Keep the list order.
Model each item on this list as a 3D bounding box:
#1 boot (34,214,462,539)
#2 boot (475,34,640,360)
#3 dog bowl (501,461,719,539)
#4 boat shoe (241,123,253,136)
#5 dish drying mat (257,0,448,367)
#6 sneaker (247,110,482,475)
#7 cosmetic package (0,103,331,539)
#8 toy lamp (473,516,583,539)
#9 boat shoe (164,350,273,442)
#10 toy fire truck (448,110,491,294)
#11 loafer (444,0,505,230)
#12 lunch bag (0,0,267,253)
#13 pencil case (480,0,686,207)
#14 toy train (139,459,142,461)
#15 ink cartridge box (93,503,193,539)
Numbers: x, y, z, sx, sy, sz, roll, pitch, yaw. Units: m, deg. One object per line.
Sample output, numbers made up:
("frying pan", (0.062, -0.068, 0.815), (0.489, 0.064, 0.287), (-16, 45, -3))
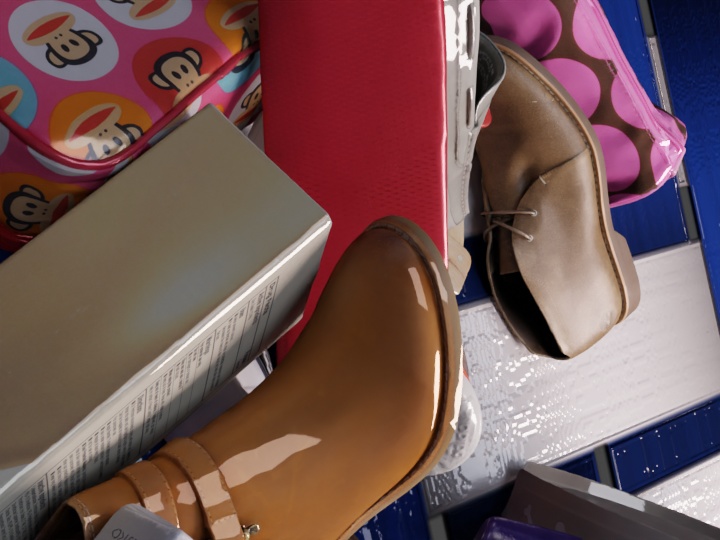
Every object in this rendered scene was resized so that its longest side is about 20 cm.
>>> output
("boot", (-0.047, 0.075, 0.653), (0.155, 0.074, 0.200), (-5, 118, -41))
("boot", (0.099, -0.039, 0.978), (0.075, 0.074, 0.200), (-39, 113, -34))
("dog bowl", (0.165, 0.164, 0.916), (0.200, 0.200, 0.059), (20, 89, -44))
("boat shoe", (-0.050, -0.135, 0.843), (0.070, 0.071, 0.200), (59, 33, -61))
("dish drying mat", (-0.002, -0.038, 0.710), (0.018, 0.077, 0.200), (-98, -175, -62))
("sneaker", (0.000, 0.000, 0.789), (0.082, 0.077, 0.200), (-79, 152, -62))
("cosmetic package", (-0.110, 0.037, 0.644), (0.071, 0.105, 0.200), (44, 65, 11))
("toy lamp", (0.142, 0.178, 0.799), (0.200, 0.058, 0.058), (27, 55, 1))
("boat shoe", (-0.075, 0.014, 0.774), (0.068, 0.072, 0.200), (-38, 102, -44))
("toy fire truck", (0.018, -0.017, 0.893), (0.141, 0.049, 0.200), (-5, 85, -48))
("loafer", (0.036, -0.080, 0.779), (0.200, 0.070, 0.070), (73, -8, -64))
("lunch bag", (-0.128, -0.115, 0.703), (0.176, 0.082, 0.200), (43, 45, 6))
("pencil case", (0.125, -0.130, 1.005), (0.200, 0.094, 0.091), (54, 47, -26))
("toy train", (-0.098, 0.184, 0.715), (0.150, 0.056, 0.200), (-14, 92, -48))
("ink cartridge box", (-0.068, 0.213, 0.613), (0.176, 0.045, 0.200), (-51, 122, -15))
